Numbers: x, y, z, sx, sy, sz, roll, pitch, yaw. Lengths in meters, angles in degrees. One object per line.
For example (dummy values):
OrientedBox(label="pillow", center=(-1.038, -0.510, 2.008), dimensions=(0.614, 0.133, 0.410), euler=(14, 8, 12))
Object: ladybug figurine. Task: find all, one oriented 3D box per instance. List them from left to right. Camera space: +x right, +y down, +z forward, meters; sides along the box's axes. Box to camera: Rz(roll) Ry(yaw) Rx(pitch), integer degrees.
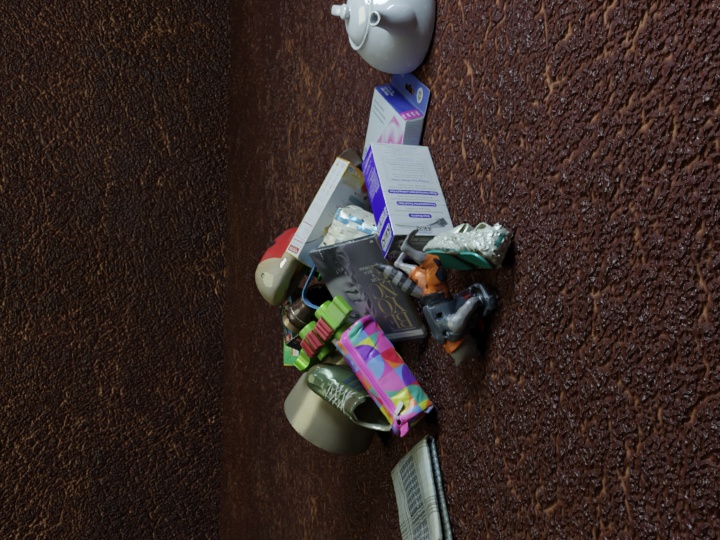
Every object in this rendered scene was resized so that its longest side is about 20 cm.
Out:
OrientedBox(label="ladybug figurine", center=(-0.144, -0.017, 1.567), dimensions=(0.201, 0.071, 0.137), euler=(-56, -11, -51))

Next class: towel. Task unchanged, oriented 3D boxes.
OrientedBox(label="towel", center=(0.096, 0.400, 1.345), dimensions=(0.193, 0.034, 0.203), euler=(120, 145, -55))

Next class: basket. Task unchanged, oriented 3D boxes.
OrientedBox(label="basket", center=(0.000, 0.000, 1.441), dimensions=(0.202, 0.175, 0.139), euler=(-67, -16, 9))

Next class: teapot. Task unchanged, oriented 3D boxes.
OrientedBox(label="teapot", center=(0.033, -0.441, 1.405), dimensions=(0.200, 0.144, 0.200), euler=(124, 143, -60))

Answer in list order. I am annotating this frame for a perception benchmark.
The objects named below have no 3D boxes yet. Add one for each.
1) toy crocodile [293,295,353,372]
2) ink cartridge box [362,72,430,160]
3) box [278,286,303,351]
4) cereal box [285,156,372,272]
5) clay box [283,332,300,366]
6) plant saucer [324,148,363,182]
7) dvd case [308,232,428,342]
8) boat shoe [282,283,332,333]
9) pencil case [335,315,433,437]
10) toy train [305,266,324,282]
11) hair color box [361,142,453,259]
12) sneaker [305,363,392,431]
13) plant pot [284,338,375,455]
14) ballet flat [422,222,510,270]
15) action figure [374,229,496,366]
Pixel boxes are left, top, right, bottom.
OrientedBox(label="toy crocodile", center=(-0.067, 0.112, 1.426), dimensions=(0.068, 0.062, 0.200), euler=(48, 139, 9))
OrientedBox(label="ink cartridge box", center=(0.060, -0.260, 1.478), dimensions=(0.197, 0.043, 0.203), euler=(-120, 34, -58))
OrientedBox(label="box", center=(-0.081, 0.120, 1.656), dimensions=(0.038, 0.199, 0.138), euler=(-36, 46, 25))
OrientedBox(label="cereal box", center=(-0.044, -0.092, 1.517), dimensions=(0.039, 0.143, 0.202), euler=(27, 88, 35))
OrientedBox(label="clay box", center=(-0.091, 0.144, 1.762), dimensions=(0.047, 0.199, 0.117), euler=(-1, 88, 33))
OrientedBox(label="plant saucer", center=(-0.031, -0.140, 1.607), dimensions=(0.201, 0.034, 0.202), euler=(-56, -21, -36))
OrientedBox(label="dvd case", center=(0.012, 0.039, 1.366), dimensions=(0.147, 0.016, 0.202), euler=(-12, 116, 39))
OrientedBox(label="boat shoe", center=(-0.085, 0.063, 1.587), dimensions=(0.071, 0.070, 0.200), euler=(-51, -1, 21))
OrientedBox(label="pencil case", center=(0.040, 0.174, 1.341), dimensions=(0.201, 0.088, 0.089), euler=(54, 148, 17))
OrientedBox(label="toy train", center=(-0.059, -0.004, 1.660), dimensions=(0.057, 0.041, 0.200), euler=(-67, -18, 3))
OrientedBox(label="hair color box", center=(0.076, -0.114, 1.316), dimensions=(0.065, 0.108, 0.202), euler=(113, 152, -47))
OrientedBox(label="sneaker", center=(-0.011, 0.221, 1.405), dimensions=(0.090, 0.198, 0.068), euler=(-25, -43, -76))
OrientedBox(label="plant pot", center=(-0.023, 0.208, 1.529), dimensions=(0.202, 0.185, 0.188), euler=(-64, 28, 22))
OrientedBox(label="ballet flat", center=(0.157, -0.036, 1.161), dimensions=(0.200, 0.071, 0.073), euler=(-174, 85, -70))
OrientedBox(label="action figure", center=(0.107, 0.054, 1.195), dimensions=(0.195, 0.104, 0.200), euler=(57, 158, 11))
